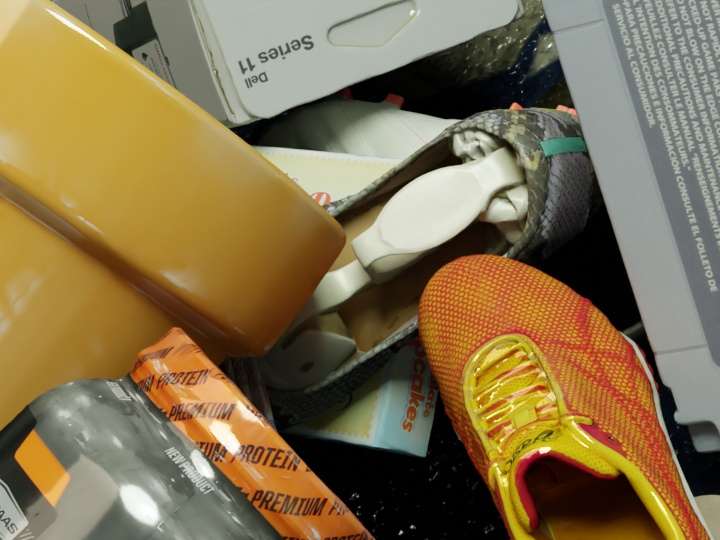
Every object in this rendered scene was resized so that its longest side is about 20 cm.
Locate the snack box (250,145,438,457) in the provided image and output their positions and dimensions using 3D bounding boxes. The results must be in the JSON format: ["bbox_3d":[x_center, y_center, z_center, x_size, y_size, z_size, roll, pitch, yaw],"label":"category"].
[{"bbox_3d":[-0.047,0.007,1.136,0.199,0.037,0.117,8,84,40],"label":"snack box"}]

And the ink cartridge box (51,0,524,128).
[{"bbox_3d":[-0.037,-0.118,1.204,0.146,0.083,0.200,-22,7,-21],"label":"ink cartridge box"}]

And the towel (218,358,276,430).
[{"bbox_3d":[-0.091,0.061,1.053,0.147,0.024,0.201,-50,44,29],"label":"towel"}]

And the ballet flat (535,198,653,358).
[{"bbox_3d":[0.108,-0.012,1.004,0.200,0.057,0.067,-37,65,43],"label":"ballet flat"}]

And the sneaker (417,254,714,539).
[{"bbox_3d":[0.070,0.057,0.917,0.073,0.077,0.200,-38,46,6],"label":"sneaker"}]

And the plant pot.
[{"bbox_3d":[-0.137,0.007,0.938,0.184,0.200,0.200,-55,34,-4],"label":"plant pot"}]

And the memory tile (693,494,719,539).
[{"bbox_3d":[0.168,0.117,0.866,0.153,0.017,0.200,-34,33,12],"label":"memory tile"}]

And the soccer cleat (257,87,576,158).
[{"bbox_3d":[0.019,-0.032,1.156,0.199,0.069,0.078,3,56,45],"label":"soccer cleat"}]

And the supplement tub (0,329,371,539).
[{"bbox_3d":[-0.097,0.120,0.829,0.200,0.123,0.122,-43,32,-4],"label":"supplement tub"}]

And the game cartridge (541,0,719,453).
[{"bbox_3d":[0.140,-0.040,0.900,0.133,0.201,0.041,-11,12,35],"label":"game cartridge"}]

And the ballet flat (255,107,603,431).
[{"bbox_3d":[0.000,0.000,1.029,0.200,0.072,0.072,-34,32,22],"label":"ballet flat"}]
